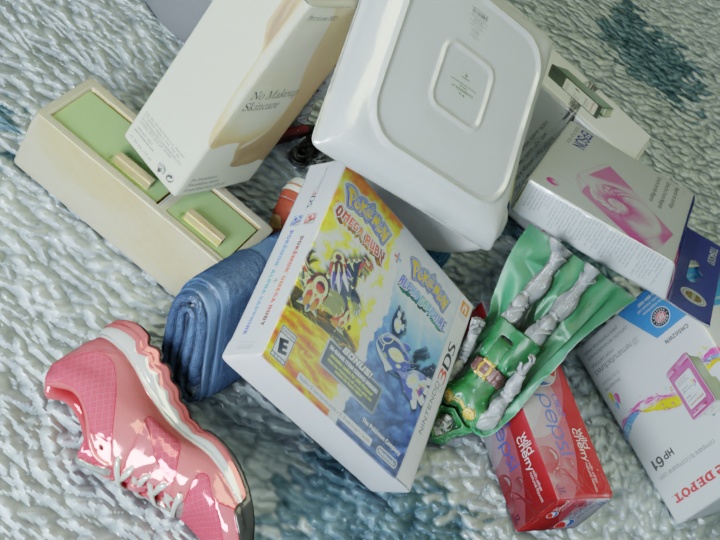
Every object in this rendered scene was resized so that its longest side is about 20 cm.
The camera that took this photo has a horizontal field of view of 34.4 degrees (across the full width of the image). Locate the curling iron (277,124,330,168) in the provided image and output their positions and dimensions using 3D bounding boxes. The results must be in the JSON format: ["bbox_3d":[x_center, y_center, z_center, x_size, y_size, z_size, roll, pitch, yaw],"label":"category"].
[{"bbox_3d":[-0.103,-0.110,1.083,0.200,0.026,0.050,-10,58,-41],"label":"curling iron"}]

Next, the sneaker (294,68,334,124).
[{"bbox_3d":[-0.077,-0.191,1.072,0.088,0.200,0.081,3,76,-14],"label":"sneaker"}]

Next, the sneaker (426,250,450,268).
[{"bbox_3d":[0.038,-0.081,1.127,0.076,0.081,0.200,-4,77,-26],"label":"sneaker"}]

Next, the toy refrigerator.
[{"bbox_3d":[-0.176,-0.063,0.956,0.200,0.070,0.076,41,41,0],"label":"toy refrigerator"}]

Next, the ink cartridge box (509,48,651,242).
[{"bbox_3d":[0.182,-0.145,1.235,0.200,0.146,0.084,43,39,3],"label":"ink cartridge box"}]

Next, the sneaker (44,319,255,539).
[{"bbox_3d":[-0.152,0.132,0.816,0.087,0.074,0.200,-26,68,-32],"label":"sneaker"}]

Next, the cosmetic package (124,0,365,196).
[{"bbox_3d":[-0.086,-0.155,0.908,0.071,0.200,0.105,49,33,13],"label":"cosmetic package"}]

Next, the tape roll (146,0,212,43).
[{"bbox_3d":[-0.126,-0.299,1.205,0.200,0.066,0.200,20,45,-22],"label":"tape roll"}]

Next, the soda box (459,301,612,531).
[{"bbox_3d":[0.147,0.127,1.030,0.070,0.063,0.200,5,51,-33],"label":"soda box"}]

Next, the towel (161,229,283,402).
[{"bbox_3d":[-0.076,0.021,0.923,0.049,0.112,0.200,32,38,25],"label":"towel"}]

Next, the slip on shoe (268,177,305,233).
[{"bbox_3d":[0.000,0.000,1.042,0.200,0.074,0.061,39,78,-12],"label":"slip on shoe"}]

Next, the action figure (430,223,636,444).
[{"bbox_3d":[0.125,0.068,0.987,0.118,0.200,0.055,39,4,34],"label":"action figure"}]

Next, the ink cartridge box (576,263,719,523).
[{"bbox_3d":[0.320,0.117,1.104,0.085,0.145,0.200,-7,58,-40],"label":"ink cartridge box"}]

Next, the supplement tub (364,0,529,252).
[{"bbox_3d":[0.075,-0.132,1.030,0.145,0.145,0.200,22,69,-19],"label":"supplement tub"}]

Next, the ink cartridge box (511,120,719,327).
[{"bbox_3d":[0.252,-0.051,1.073,0.200,0.043,0.196,30,29,6],"label":"ink cartridge box"}]

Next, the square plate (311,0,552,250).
[{"bbox_3d":[0.070,-0.143,0.902,0.200,0.028,0.198,28,74,-37],"label":"square plate"}]

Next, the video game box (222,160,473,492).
[{"bbox_3d":[0.000,0.046,0.908,0.200,0.047,0.182,47,50,-36],"label":"video game box"}]
